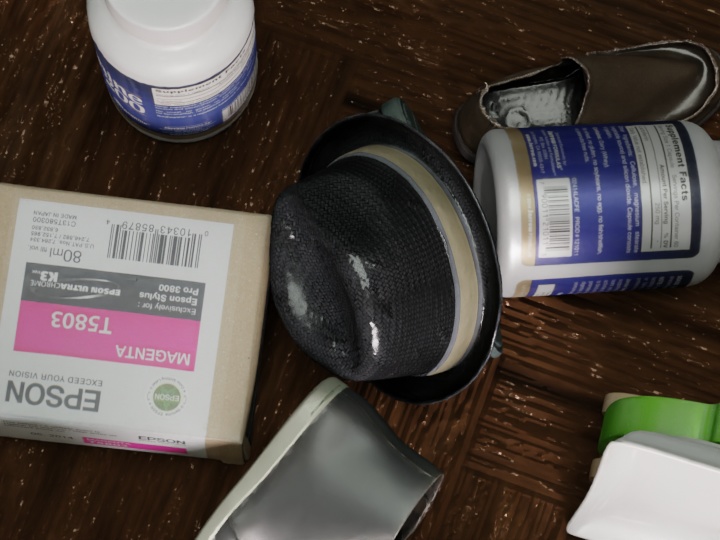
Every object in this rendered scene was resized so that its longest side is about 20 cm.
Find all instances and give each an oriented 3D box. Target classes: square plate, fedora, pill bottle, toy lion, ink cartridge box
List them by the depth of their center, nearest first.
[{"bbox_3d":[0.244,0.156,1.418,0.199,0.198,0.029,14,67,2],"label":"square plate"},{"bbox_3d":[0.258,0.118,1.428,0.199,0.192,0.069,14,75,3],"label":"toy lion"},{"bbox_3d":[0.000,0.000,1.452,0.091,0.201,0.201,-19,74,-44],"label":"fedora"},{"bbox_3d":[-0.126,-0.166,1.484,0.111,0.200,0.111,0,76,-1],"label":"pill bottle"},{"bbox_3d":[-0.165,0.036,1.500,0.199,0.075,0.165,6,75,0],"label":"ink cartridge box"},{"bbox_3d":[0.183,-0.043,1.502,0.199,0.116,0.116,-3,77,-7],"label":"pill bottle"}]

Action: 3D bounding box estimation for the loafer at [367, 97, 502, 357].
[{"bbox_3d":[0.039,-0.021,1.529,0.063,0.072,0.200,-24,71,11],"label":"loafer"}]

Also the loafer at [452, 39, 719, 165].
[{"bbox_3d":[0.165,-0.117,1.544,0.199,0.071,0.073,-16,77,-5],"label":"loafer"}]

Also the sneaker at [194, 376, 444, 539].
[{"bbox_3d":[-0.039,0.179,1.440,0.106,0.075,0.200,39,104,14],"label":"sneaker"}]
